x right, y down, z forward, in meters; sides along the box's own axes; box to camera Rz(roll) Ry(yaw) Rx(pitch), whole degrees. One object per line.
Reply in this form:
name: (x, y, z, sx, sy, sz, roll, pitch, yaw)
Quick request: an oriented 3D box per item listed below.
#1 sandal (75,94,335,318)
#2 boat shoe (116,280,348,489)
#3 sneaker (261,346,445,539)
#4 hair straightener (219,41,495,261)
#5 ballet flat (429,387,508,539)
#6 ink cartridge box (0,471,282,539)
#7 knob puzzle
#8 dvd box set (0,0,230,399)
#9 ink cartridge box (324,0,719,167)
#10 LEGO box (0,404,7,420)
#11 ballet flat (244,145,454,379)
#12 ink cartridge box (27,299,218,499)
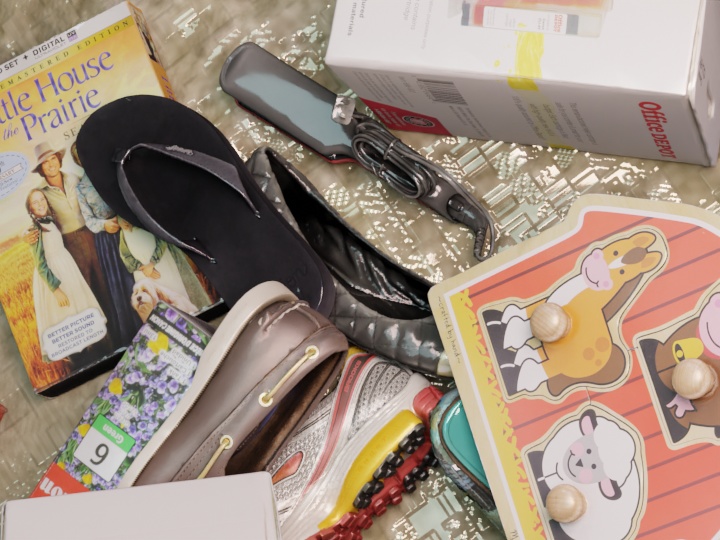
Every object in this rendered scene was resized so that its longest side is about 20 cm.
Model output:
sandal: (-0.091, -0.037, 1.209, 0.200, 0.043, 0.076, 40, 99, 27)
boat shoe: (-0.076, 0.105, 1.145, 0.059, 0.072, 0.201, 34, 96, 27)
sneaker: (-0.036, 0.129, 1.201, 0.200, 0.078, 0.082, -46, 64, -4)
hair straightener: (-0.003, -0.069, 1.219, 0.200, 0.077, 0.041, 38, 89, 18)
ballet flat: (0.115, 0.139, 1.151, 0.074, 0.074, 0.200, -40, 90, 5)
ink cartridge box: (-0.104, 0.210, 1.115, 0.143, 0.201, 0.085, -6, 38, -3)
knob puzzle: (0.140, 0.052, 1.056, 0.218, 0.030, 0.221, -4, 81, 28)
dvd box set: (-0.164, -0.043, 1.283, 0.146, 0.029, 0.201, -25, 75, 10)
ink cartridge box: (0.098, -0.123, 1.167, 0.199, 0.145, 0.084, 8, 80, 16)
LEGO box: (-0.333, 0.126, 1.272, 0.148, 0.077, 0.201, 32, 89, 18)
ballet flat: (0.000, 0.000, 1.208, 0.199, 0.066, 0.057, 33, 122, 20)
ink cartridge box: (-0.132, 0.121, 1.201, 0.050, 0.109, 0.201, 34, 90, 22)
